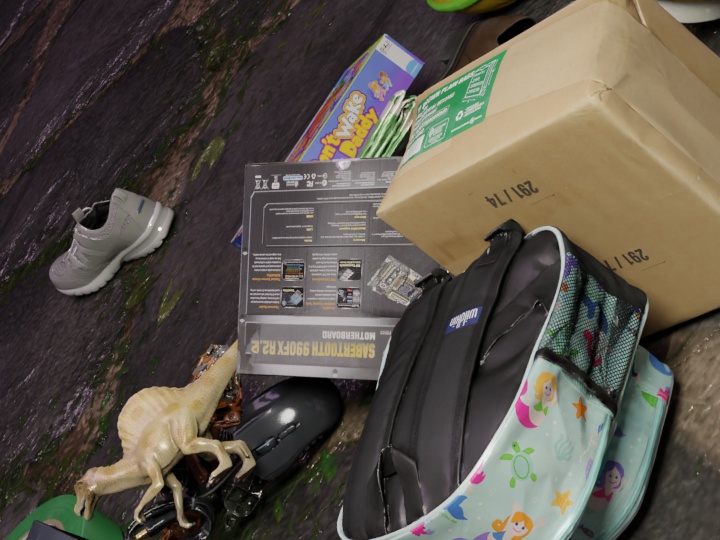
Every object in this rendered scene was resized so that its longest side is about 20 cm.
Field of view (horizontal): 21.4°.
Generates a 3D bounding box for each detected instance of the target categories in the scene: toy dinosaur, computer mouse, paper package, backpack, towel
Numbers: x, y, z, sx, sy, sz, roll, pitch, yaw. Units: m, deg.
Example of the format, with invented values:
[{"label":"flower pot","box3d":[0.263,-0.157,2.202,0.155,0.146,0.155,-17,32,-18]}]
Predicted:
[{"label":"toy dinosaur","box3d":[-0.122,0.159,1.515,0.136,0.101,0.202,159,105,-74]},{"label":"toy dinosaur","box3d":[-0.128,0.119,1.407,0.200,0.101,0.058,-45,-20,-10]},{"label":"computer mouse","box3d":[-0.093,0.149,1.435,0.200,0.059,0.034,-41,8,-13]},{"label":"paper package","box3d":[0.144,-0.055,1.155,0.200,0.190,0.104,-27,34,48]},{"label":"backpack","box3d":[0.080,0.098,1.110,0.177,0.150,0.201,-32,23,45]},{"label":"towel","box3d":[-0.010,-0.055,1.536,0.201,0.023,0.153,-61,3,5]}]

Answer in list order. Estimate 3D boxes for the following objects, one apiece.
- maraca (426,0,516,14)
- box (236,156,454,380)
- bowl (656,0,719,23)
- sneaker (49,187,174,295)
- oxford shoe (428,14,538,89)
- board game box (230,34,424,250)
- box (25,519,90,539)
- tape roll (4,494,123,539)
[{"label":"maraca","box3d":[0.121,-0.287,1.632,0.200,0.107,0.138,-16,49,54]},{"label":"box","box3d":[0.000,0.000,1.369,0.199,0.048,0.160,-1,86,40]},{"label":"bowl","box3d":[0.228,-0.238,1.334,0.201,0.198,0.108,-101,9,-60]},{"label":"sneaker","box3d":[-0.286,-0.040,2.084,0.200,0.082,0.075,-32,31,41]},{"label":"oxford shoe","box3d":[0.098,-0.131,1.506,0.084,0.073,0.201,-17,44,40]},{"label":"board game box","box3d":[-0.031,-0.103,1.687,0.201,0.045,0.134,-57,8,-16]},{"label":"box","box3d":[-0.197,0.294,1.378,0.200,0.104,0.183,2,70,63]},{"label":"tape roll","box3d":[-0.286,0.293,1.657,0.200,0.048,0.201,-42,25,25]}]
